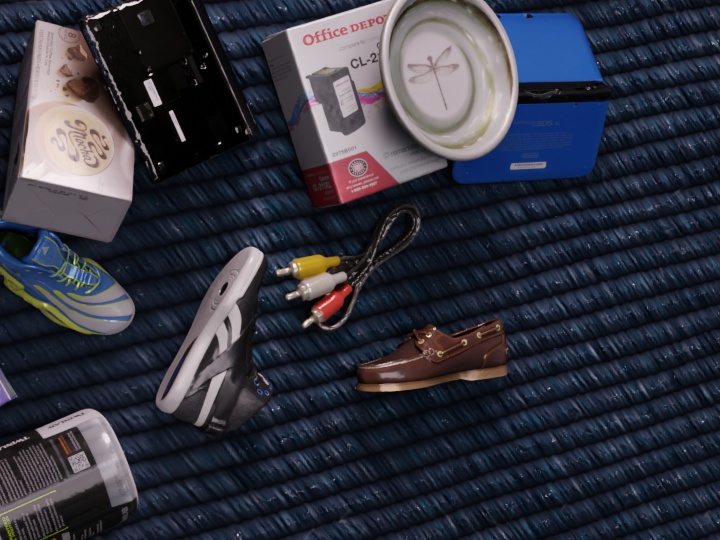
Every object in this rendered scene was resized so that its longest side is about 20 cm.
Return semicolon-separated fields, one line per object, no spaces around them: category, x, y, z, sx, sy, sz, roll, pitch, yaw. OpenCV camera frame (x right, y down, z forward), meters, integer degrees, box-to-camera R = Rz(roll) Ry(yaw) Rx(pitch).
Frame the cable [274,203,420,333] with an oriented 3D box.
cable;0.000;0.000;1.607;0.199;0.050;0.098;-29;101;-20

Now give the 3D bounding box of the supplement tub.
supplement tub;-0.334;0.229;1.421;0.199;0.122;0.123;-22;97;-23

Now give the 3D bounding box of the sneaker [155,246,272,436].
sneaker;-0.130;0.084;1.545;0.112;0.073;0.201;31;85;-23

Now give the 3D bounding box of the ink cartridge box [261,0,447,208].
ink cartridge box;-0.007;-0.188;1.591;0.145;0.083;0.201;-21;97;-22

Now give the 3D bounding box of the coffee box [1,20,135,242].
coffee box;-0.288;-0.140;1.425;0.112;0.080;0.201;13;54;-21

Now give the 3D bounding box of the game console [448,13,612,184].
game console;0.187;-0.208;1.710;0.199;0.118;0.172;-4;121;-22

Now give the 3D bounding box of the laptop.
laptop;-0.192;-0.199;1.480;0.199;0.103;0.178;-30;100;-33

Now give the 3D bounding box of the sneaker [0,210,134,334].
sneaker;-0.313;0.006;1.444;0.199;0.105;0.076;31;79;-19

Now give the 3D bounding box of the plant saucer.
plant saucer;0.088;-0.217;1.565;0.199;0.050;0.202;6;79;-37

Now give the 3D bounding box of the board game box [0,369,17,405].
board game box;-0.453;0.074;1.420;0.135;0.034;0.201;-31;101;-21

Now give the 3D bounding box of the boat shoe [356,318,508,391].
boat shoe;0.081;0.096;1.631;0.199;0.070;0.071;-8;99;-31
